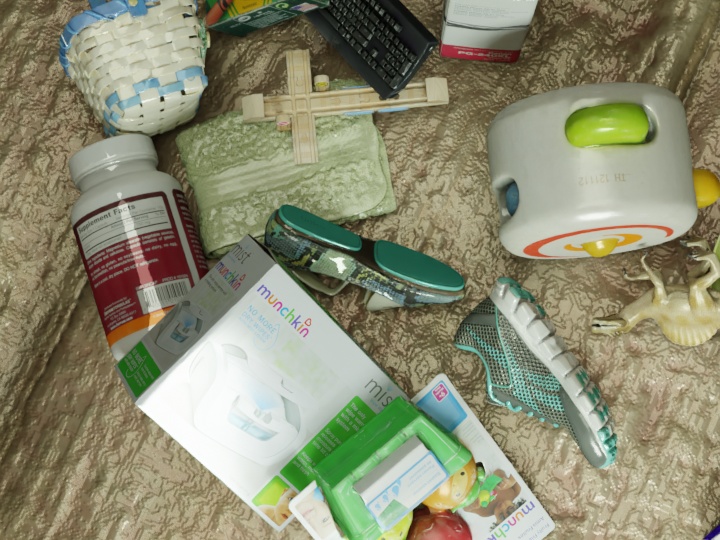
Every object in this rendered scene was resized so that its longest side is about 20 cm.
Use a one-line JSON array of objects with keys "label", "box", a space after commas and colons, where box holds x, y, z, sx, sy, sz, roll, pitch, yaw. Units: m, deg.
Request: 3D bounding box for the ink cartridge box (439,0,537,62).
[{"label": "ink cartridge box", "box": [0.124, -0.291, 1.442, 0.083, 0.200, 0.146, 7, 82, 1]}]

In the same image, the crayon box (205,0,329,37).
[{"label": "crayon box", "box": [-0.096, -0.344, 1.523, 0.127, 0.051, 0.201, -12, 77, 40]}]

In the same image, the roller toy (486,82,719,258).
[{"label": "roller toy", "box": [0.212, -0.081, 1.415, 0.182, 0.200, 0.140, -13, 78, 38]}]

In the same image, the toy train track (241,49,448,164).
[{"label": "toy train track", "box": [-0.015, -0.166, 1.493, 0.199, 0.033, 0.115, -5, 78, -1]}]

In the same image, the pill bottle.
[{"label": "pill bottle", "box": [-0.210, -0.022, 1.482, 0.113, 0.113, 0.201, -19, 79, 3]}]

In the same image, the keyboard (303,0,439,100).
[{"label": "keyboard", "box": [0.010, -0.265, 1.489, 0.127, 0.021, 0.200, -52, 54, 17]}]

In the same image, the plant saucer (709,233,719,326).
[{"label": "plant saucer", "box": [0.425, 0.008, 1.436, 0.199, 0.031, 0.201, 0, 91, 16]}]

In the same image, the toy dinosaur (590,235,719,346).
[{"label": "toy dinosaur", "box": [0.314, 0.025, 1.438, 0.199, 0.058, 0.101, 1, 111, 24]}]

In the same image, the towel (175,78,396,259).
[{"label": "towel", "box": [-0.073, -0.101, 1.519, 0.199, 0.036, 0.149, -16, 79, 3]}]

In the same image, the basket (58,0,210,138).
[{"label": "basket", "box": [-0.225, -0.233, 1.493, 0.139, 0.176, 0.200, -25, 86, -15]}]

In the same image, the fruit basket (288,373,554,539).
[{"label": "fruit basket", "box": [0.061, 0.224, 1.405, 0.185, 0.094, 0.200, -38, 105, -7]}]

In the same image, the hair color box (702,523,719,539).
[{"label": "hair color box", "box": [0.417, 0.284, 1.396, 0.109, 0.065, 0.200, -41, 81, -2]}]

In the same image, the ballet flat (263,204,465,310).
[{"label": "ballet flat", "box": [0.000, 0.000, 1.482, 0.199, 0.074, 0.074, 23, 84, -3]}]

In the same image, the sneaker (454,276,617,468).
[{"label": "sneaker", "box": [0.163, 0.108, 1.454, 0.091, 0.078, 0.200, -38, 75, 15]}]

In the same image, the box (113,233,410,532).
[{"label": "box", "box": [-0.088, 0.101, 1.413, 0.176, 0.097, 0.200, -44, 118, -2]}]
